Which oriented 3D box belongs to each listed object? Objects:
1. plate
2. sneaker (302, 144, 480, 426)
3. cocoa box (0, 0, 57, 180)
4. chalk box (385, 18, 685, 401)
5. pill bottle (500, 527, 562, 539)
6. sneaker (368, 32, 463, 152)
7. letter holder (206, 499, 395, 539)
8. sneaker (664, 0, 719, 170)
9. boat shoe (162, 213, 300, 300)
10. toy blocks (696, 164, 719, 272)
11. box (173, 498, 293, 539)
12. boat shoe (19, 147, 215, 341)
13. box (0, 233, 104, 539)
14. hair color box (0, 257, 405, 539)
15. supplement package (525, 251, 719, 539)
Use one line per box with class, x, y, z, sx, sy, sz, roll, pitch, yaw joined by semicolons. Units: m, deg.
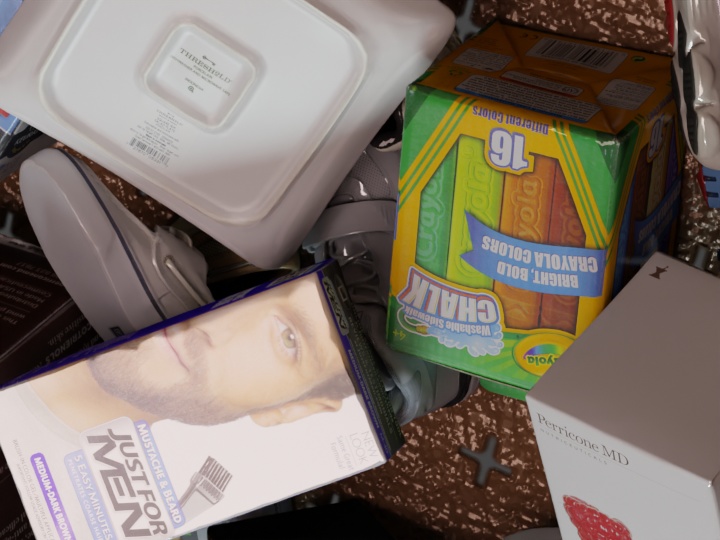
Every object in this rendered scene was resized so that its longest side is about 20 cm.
plate;-0.082;-0.109;1.562;0.199;0.032;0.200;31;123;-9
sneaker;0.000;0.000;1.646;0.075;0.115;0.201;-16;103;31
cocoa box;-0.234;-0.167;1.682;0.200;0.133;0.131;42;121;4
chalk box;0.094;-0.013;1.588;0.124;0.124;0.201;14;117;21
pill bottle;0.108;0.258;1.705;0.113;0.114;0.201;17;118;20
sneaker;-0.027;-0.144;1.615;0.200;0.088;0.076;39;125;8
letter holder;-0.007;0.243;1.700;0.200;0.100;0.143;-138;45;-57
sneaker;0.196;-0.153;1.511;0.083;0.081;0.201;-6;97;-5
boat shoe;-0.113;0.020;1.724;0.200;0.071;0.077;-34;58;34
toy blocks;0.239;0.017;1.555;0.136;0.100;0.201;6;120;38
box;-0.140;0.130;1.820;0.199;0.041;0.157;2;112;28
boat shoe;-0.114;0.008;1.650;0.200;0.066;0.072;55;154;-11
box;-0.251;0.098;1.723;0.165;0.164;0.201;17;127;26
hair color box;-0.089;0.079;1.584;0.199;0.065;0.110;-21;93;11
supplement package;0.180;0.113;1.541;0.121;0.120;0.201;25;147;35
